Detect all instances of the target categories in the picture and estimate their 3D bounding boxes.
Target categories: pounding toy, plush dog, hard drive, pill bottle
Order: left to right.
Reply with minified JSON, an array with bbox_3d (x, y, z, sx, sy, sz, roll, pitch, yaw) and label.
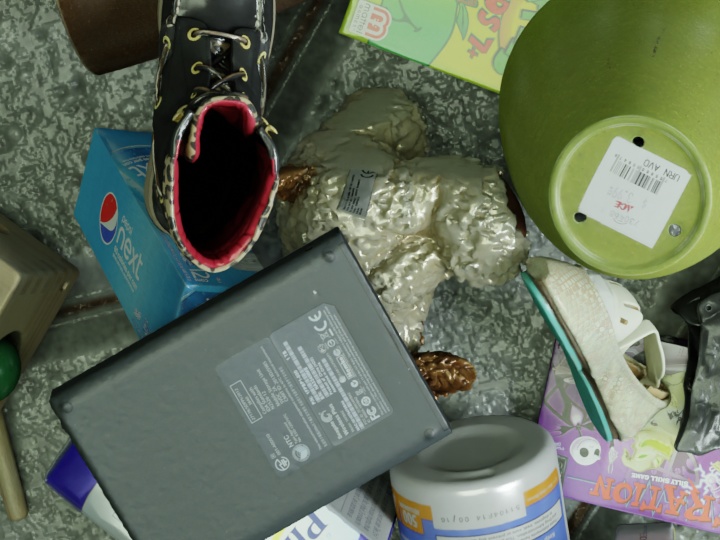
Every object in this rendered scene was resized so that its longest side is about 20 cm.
[{"bbox_3d":[-0.286,0.047,1.503,0.199,0.142,0.185,34,100,12],"label":"pounding toy"},{"bbox_3d":[-0.065,0.084,1.327,0.199,0.033,0.140,-29,102,3],"label":"hard drive"},{"bbox_3d":[0.000,0.000,1.422,0.159,0.200,0.173,-17,123,-25],"label":"plush dog"},{"bbox_3d":[0.087,0.207,1.473,0.111,0.112,0.202,-7,109,7],"label":"pill bottle"}]

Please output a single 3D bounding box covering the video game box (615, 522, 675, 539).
[{"bbox_3d":[0.186,0.282,1.445,0.046,0.182,0.202,-1,98,10],"label":"video game box"}]

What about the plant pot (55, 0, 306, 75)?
[{"bbox_3d":[-0.083,-0.230,1.398,0.198,0.187,0.189,-8,97,8],"label":"plant pot"}]

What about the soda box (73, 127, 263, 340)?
[{"bbox_3d":[-0.121,-0.013,1.423,0.064,0.200,0.068,3,120,-28],"label":"soda box"}]

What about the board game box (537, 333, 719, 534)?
[{"bbox_3d":[0.217,0.108,1.495,0.198,0.032,0.121,12,103,4],"label":"board game box"}]

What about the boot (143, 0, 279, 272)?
[{"bbox_3d":[-0.082,-0.102,1.281,0.072,0.151,0.202,10,102,-12],"label":"boot"}]

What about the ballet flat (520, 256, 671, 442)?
[{"bbox_3d":[0.152,0.039,1.402,0.062,0.200,0.068,-31,55,0],"label":"ballet flat"}]

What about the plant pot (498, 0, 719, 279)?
[{"bbox_3d":[0.164,-0.072,1.337,0.185,0.200,0.189,3,107,9],"label":"plant pot"}]

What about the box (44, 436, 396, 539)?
[{"bbox_3d":[-0.083,0.142,1.453,0.199,0.184,0.105,38,98,0],"label":"box"}]

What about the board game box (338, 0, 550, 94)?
[{"bbox_3d":[0.097,-0.168,1.458,0.198,0.048,0.102,21,100,3],"label":"board game box"}]

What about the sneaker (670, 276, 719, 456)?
[{"bbox_3d":[0.249,0.017,1.446,0.103,0.060,0.202,-2,89,0],"label":"sneaker"}]
